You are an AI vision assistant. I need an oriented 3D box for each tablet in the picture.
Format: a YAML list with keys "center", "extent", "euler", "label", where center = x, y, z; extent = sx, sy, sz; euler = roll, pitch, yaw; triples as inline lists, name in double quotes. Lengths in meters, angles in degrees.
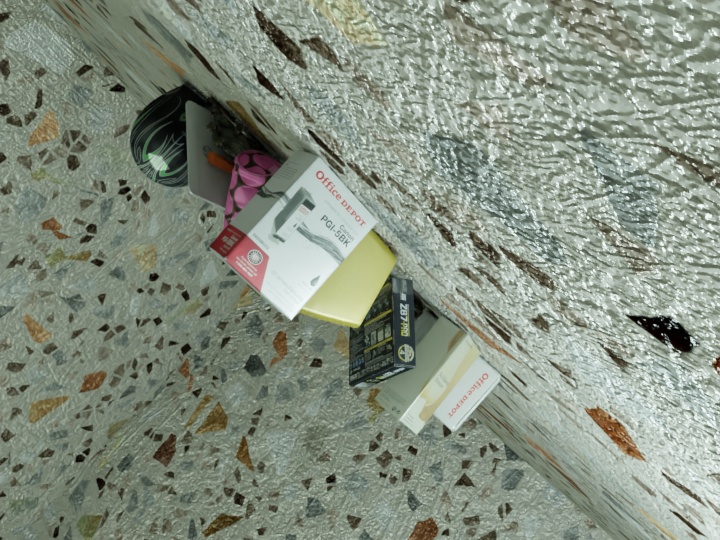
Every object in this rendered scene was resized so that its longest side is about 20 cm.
- center: [-0.270, -0.207, 1.427]
  extent: [0.130, 0.014, 0.201]
  euler: [25, -131, -50]
  label: "tablet"

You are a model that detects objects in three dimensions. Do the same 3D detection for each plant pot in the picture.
- center: [-0.058, -0.010, 1.308]
  extent: [0.176, 0.201, 0.200]
  euler: [31, 176, -16]
  label: "plant pot"

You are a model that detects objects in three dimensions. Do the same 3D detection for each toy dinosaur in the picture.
- center: [-0.240, -0.239, 1.413]
  extent: [0.200, 0.077, 0.102]
  euler: [37, 166, 26]
  label: "toy dinosaur"

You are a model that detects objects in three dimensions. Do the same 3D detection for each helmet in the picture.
- center: [-0.374, -0.265, 1.578]
  extent: [0.200, 0.191, 0.200]
  euler: [42, 174, 5]
  label: "helmet"

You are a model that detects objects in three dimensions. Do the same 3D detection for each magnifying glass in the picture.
- center: [-0.204, -0.174, 1.457]
  extent: [0.200, 0.022, 0.080]
  euler: [26, -158, -43]
  label: "magnifying glass"

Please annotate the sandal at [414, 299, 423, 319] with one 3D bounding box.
- center: [0.085, 0.075, 1.594]
  extent: [0.082, 0.055, 0.200]
  euler: [42, 175, 12]
  label: "sandal"

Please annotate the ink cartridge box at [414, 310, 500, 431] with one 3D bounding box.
- center: [0.160, 0.203, 1.546]
  extent: [0.200, 0.147, 0.083]
  euler: [42, 176, 18]
  label: "ink cartridge box"

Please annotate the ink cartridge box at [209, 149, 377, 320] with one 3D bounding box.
- center: [-0.096, -0.054, 1.131]
  extent: [0.147, 0.200, 0.083]
  euler: [45, 171, -29]
  label: "ink cartridge box"

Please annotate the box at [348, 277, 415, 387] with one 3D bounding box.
- center: [0.035, 0.119, 1.420]
  extent: [0.049, 0.162, 0.200]
  euler: [6, 159, -23]
  label: "box"

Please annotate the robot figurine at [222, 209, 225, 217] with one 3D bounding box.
- center: [-0.192, -0.112, 1.553]
  extent: [0.200, 0.113, 0.170]
  euler: [26, -130, -41]
  label: "robot figurine"

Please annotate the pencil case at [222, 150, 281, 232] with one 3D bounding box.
- center: [-0.191, -0.107, 1.377]
  extent: [0.093, 0.201, 0.091]
  euler: [29, -146, 29]
  label: "pencil case"

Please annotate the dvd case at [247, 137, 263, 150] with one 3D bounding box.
- center: [-0.170, -0.197, 1.560]
  extent: [0.200, 0.016, 0.149]
  euler: [46, 173, -26]
  label: "dvd case"

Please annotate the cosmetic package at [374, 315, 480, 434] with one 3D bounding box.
- center: [0.127, 0.195, 1.435]
  extent: [0.071, 0.200, 0.105]
  euler: [35, 173, 34]
  label: "cosmetic package"
